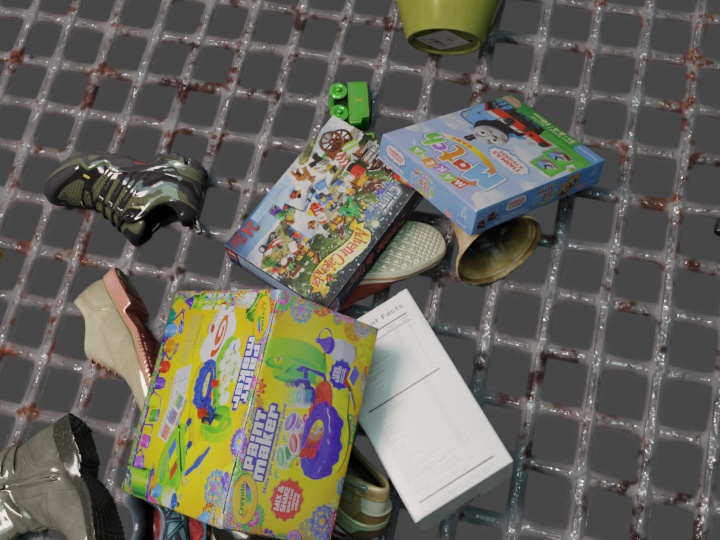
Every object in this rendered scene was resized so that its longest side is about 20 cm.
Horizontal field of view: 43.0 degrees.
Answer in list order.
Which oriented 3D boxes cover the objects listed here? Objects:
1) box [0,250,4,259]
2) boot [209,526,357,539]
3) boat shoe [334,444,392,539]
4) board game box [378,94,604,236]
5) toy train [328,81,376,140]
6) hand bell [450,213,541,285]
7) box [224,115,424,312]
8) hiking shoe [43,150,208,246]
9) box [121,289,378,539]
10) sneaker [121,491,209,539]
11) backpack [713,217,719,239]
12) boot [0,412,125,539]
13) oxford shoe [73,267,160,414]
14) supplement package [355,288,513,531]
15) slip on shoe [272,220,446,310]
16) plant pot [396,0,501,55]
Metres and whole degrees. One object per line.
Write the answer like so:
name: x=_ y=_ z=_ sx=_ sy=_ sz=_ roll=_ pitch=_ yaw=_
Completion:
box: x=-0.479 y=-0.034 z=1.016 sx=0.050 sy=0.200 sz=0.076 roll=21 pitch=73 yaw=15
boot: x=-0.065 y=0.263 z=0.884 sx=0.197 sy=0.139 sz=0.079 roll=10 pitch=72 yaw=12
boat shoe: x=-0.038 y=0.177 z=0.923 sx=0.199 sy=0.077 sz=0.071 roll=33 pitch=36 yaw=31
board game box: x=0.142 y=-0.119 z=0.985 sx=0.198 sy=0.037 sz=0.151 roll=-23 pitch=50 yaw=-32
toy train: x=-0.007 y=-0.133 z=1.076 sx=0.055 sy=0.042 sz=0.203 roll=-2 pitch=69 yaw=-5
hand bell: x=0.109 y=-0.093 z=1.033 sx=0.103 sy=0.105 sz=0.201 roll=-27 pitch=56 yaw=-3
box: x=-0.032 y=-0.059 z=0.992 sx=0.136 sy=0.038 sz=0.201 roll=30 pitch=69 yaw=18
hiking shoe: x=-0.280 y=-0.081 z=1.073 sx=0.197 sy=0.076 sz=0.102 roll=-3 pitch=66 yaw=6
box: x=-0.106 y=0.132 z=0.857 sx=0.191 sy=0.121 sz=0.203 roll=-2 pitch=70 yaw=52
sneaker: x=-0.198 y=0.302 z=0.903 sx=0.079 sy=0.095 sz=0.202 roll=-31 pitch=60 yaw=30
backpack: x=0.503 y=-0.057 z=0.925 sx=0.200 sy=0.154 sz=0.191 roll=-42 pitch=80 yaw=-12
boot: x=-0.331 y=0.263 z=0.968 sx=0.129 sy=0.068 sz=0.202 roll=-28 pitch=61 yaw=2
oxford shoe: x=-0.260 y=0.095 z=1.015 sx=0.073 sy=0.071 sz=0.201 roll=-30 pitch=59 yaw=1
supplement package: x=0.056 y=0.142 z=0.927 sx=0.113 sy=0.110 sz=0.201 roll=-30 pitch=69 yaw=-3
slip on shoe: x=0.000 y=0.000 z=1.015 sx=0.197 sy=0.061 sz=0.075 roll=-21 pitch=61 yaw=-5
plant pot: x=0.108 y=-0.368 z=1.087 sx=0.184 sy=0.187 sz=0.203 roll=4 pitch=85 yaw=9
